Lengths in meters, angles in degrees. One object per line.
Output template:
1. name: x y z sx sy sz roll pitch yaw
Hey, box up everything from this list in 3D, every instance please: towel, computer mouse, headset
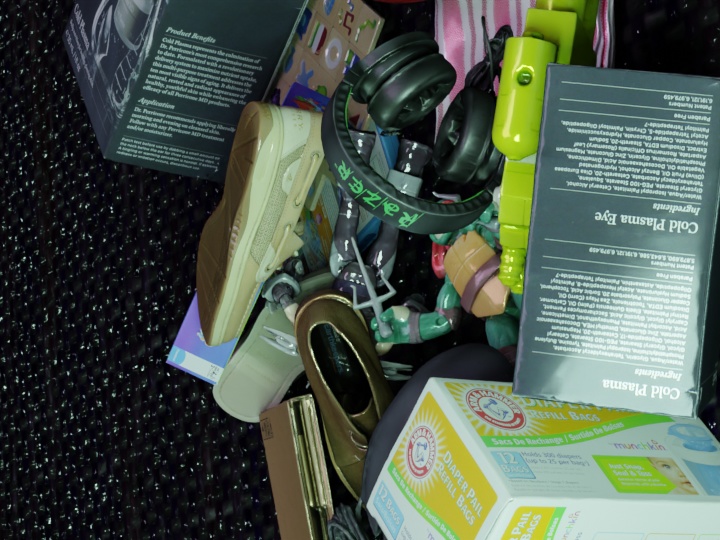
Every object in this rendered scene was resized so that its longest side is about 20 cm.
1. towel: 0.108 -0.159 1.425 0.200 0.030 0.147 -11 76 56
2. computer mouse: 0.041 0.139 1.335 0.138 0.053 0.201 42 117 38
3. headset: 0.048 -0.097 1.330 0.123 0.200 0.094 38 141 2

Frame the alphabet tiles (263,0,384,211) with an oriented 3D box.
1. alphabet tiles: -0.037 -0.150 1.633 0.200 0.006 0.167 49 124 52

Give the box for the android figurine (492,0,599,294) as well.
1. android figurine: 0.113 -0.086 1.249 0.041 0.182 0.201 9 87 13

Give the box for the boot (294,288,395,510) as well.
1. boot: 0.006 0.115 1.432 0.075 0.073 0.201 -98 -17 -76

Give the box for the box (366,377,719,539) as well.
1. box: 0.122 0.140 1.209 0.113 0.199 0.102 55 130 44

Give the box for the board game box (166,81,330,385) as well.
1. board game box: -0.080 -0.029 1.564 0.135 0.045 0.201 -70 5 -62

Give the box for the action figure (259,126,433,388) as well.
1. action figure: 0.000 0.000 1.488 0.069 0.129 0.201 178 107 -81

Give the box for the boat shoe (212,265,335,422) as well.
1. boat shoe: -0.049 0.047 1.602 0.200 0.072 0.060 -48 10 44

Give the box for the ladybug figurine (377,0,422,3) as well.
1. ladybug figurine: 0.061 -0.251 1.449 0.200 0.072 0.136 -24 39 47

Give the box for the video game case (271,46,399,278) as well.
1. video game case: -0.031 -0.063 1.633 0.200 0.018 0.144 -47 49 43

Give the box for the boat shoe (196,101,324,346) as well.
1. boat shoe: -0.069 -0.027 1.446 0.071 0.064 0.201 -113 34 -47

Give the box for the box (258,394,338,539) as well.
1. box: -0.043 0.180 1.520 0.200 0.021 0.164 143 117 -79

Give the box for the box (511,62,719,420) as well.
1. box: 0.158 -0.017 1.166 0.104 0.200 0.183 6 91 13

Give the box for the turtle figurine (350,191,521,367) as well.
1. turtle figurine: 0.081 0.007 1.382 0.200 0.100 0.150 51 137 30

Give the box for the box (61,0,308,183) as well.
1. box: -0.152 -0.216 1.726 0.197 0.123 0.200 -62 33 28
